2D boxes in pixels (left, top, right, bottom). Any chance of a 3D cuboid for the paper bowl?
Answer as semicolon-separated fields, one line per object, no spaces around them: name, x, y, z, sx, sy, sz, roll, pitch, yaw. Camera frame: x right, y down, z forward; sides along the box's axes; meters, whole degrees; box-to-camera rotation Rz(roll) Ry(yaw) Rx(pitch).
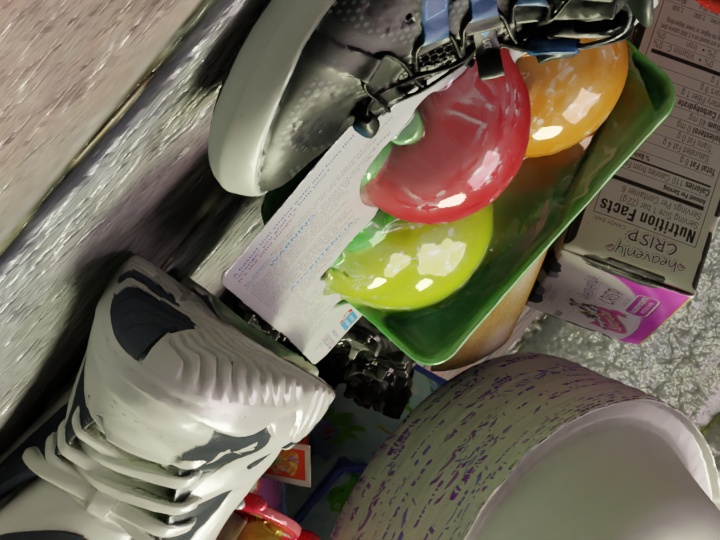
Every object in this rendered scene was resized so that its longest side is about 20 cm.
paper bowl;0.079;0.143;1.173;0.200;0.104;0.201;-25;126;-41

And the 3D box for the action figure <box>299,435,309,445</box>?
action figure;-0.073;0.098;1.219;0.200;0.065;0.052;-53;-171;44

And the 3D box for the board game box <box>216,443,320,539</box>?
board game box;-0.055;0.124;1.075;0.158;0.039;0.201;-37;129;-50

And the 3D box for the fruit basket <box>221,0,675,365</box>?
fruit basket;0.027;-0.052;0.955;0.185;0.094;0.200;-48;162;-1

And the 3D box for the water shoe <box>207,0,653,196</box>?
water shoe;0.042;-0.085;0.780;0.200;0.079;0.072;-48;174;3

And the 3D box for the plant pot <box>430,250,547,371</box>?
plant pot;0.074;-0.049;1.152;0.200;0.027;0.201;20;90;-89

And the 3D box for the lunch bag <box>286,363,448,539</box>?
lunch bag;-0.029;0.145;1.321;0.200;0.127;0.170;-50;-162;16

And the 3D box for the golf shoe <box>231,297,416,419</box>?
golf shoe;0.000;0.000;1.154;0.200;0.077;0.095;93;22;-83

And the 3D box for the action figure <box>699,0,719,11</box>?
action figure;0.144;-0.118;1.023;0.200;0.051;0.066;-135;-131;-60

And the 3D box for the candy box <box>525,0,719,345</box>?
candy box;0.132;-0.079;1.203;0.136;0.061;0.201;111;-1;-80

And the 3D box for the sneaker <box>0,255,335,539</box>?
sneaker;-0.076;0.068;0.919;0.130;0.079;0.199;-56;-176;0
